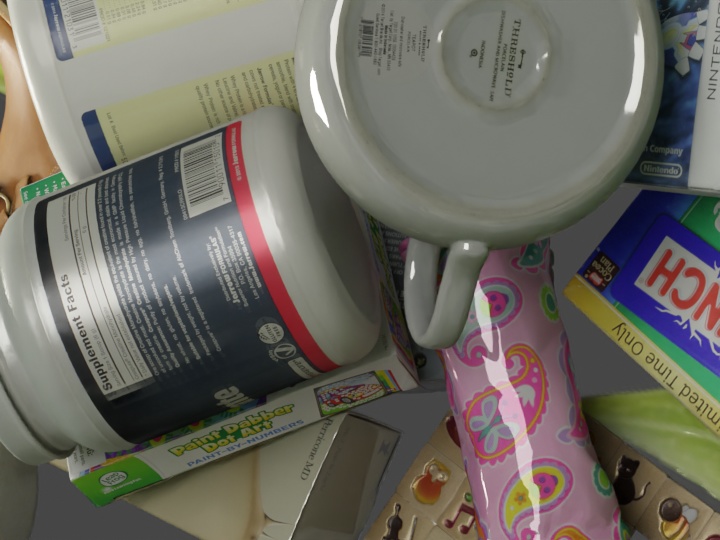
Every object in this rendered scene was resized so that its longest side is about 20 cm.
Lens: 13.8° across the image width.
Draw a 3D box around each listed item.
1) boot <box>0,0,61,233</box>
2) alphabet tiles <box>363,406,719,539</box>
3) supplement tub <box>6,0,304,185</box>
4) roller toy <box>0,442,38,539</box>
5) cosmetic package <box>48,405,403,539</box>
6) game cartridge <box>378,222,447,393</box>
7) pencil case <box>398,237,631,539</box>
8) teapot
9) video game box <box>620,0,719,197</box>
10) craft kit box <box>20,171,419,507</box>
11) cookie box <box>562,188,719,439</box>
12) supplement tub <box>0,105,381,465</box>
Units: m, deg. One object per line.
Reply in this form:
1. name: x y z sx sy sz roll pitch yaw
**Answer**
1. boot: -0.209 -0.061 1.791 0.155 0.074 0.200 -47 58 16
2. alphabet tiles: 0.097 0.162 1.601 0.200 0.008 0.168 37 97 31
3. supplement tub: -0.078 -0.133 1.601 0.199 0.145 0.146 -16 69 3
4. roller toy: -0.286 0.125 1.746 0.199 0.139 0.184 15 96 29
5. cosmetic package: -0.087 0.096 1.682 0.199 0.073 0.104 22 88 32
6. game cartridge: 0.000 0.000 1.679 0.199 0.040 0.134 9 79 31
7. pencil case: 0.083 0.064 1.565 0.087 0.087 0.201 -19 78 24
8. teapot: 0.052 -0.096 1.486 0.200 0.146 0.198 -41 94 -11
9. video game box: 0.135 -0.136 1.539 0.199 0.047 0.184 7 89 44
10. craft kit box: -0.082 0.007 1.648 0.196 0.049 0.201 -20 57 9
11. cookie box: 0.231 -0.009 1.528 0.171 0.075 0.200 43 100 31
12. supplement tub: -0.101 0.010 1.544 0.199 0.140 0.141 -21 68 12
